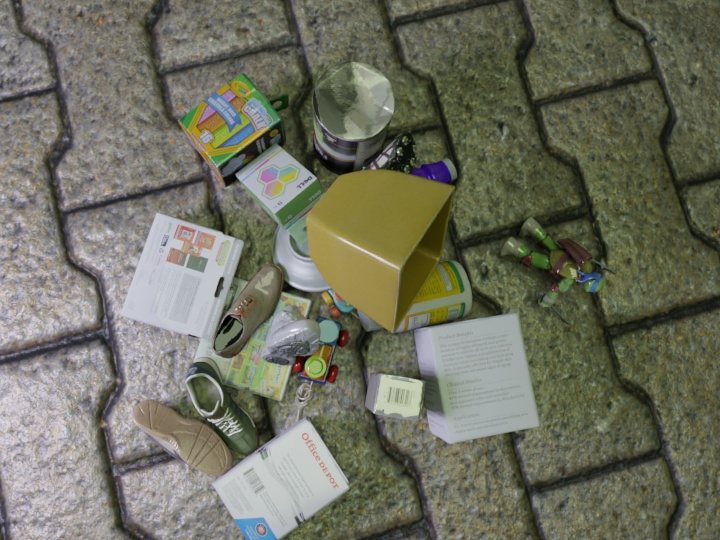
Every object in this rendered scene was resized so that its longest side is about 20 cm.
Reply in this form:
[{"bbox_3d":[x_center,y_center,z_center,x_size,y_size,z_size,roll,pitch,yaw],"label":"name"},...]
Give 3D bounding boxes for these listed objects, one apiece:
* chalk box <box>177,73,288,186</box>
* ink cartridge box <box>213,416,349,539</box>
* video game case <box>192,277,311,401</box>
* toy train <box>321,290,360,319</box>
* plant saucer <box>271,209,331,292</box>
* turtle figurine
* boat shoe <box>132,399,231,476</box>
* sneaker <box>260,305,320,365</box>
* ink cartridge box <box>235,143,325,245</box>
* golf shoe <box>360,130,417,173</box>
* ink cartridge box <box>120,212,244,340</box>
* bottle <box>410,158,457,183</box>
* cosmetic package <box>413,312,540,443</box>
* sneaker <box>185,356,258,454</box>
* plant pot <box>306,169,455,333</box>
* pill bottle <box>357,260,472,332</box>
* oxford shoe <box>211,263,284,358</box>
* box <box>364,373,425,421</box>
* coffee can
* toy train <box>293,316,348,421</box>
[{"bbox_3d":[-0.226,-0.283,1.170,0.200,0.125,0.124,-40,86,-10],"label":"chalk box"},{"bbox_3d":[-0.139,0.381,1.093,0.200,0.084,0.146,-32,85,-9],"label":"ink cartridge box"},{"bbox_3d":[-0.208,0.128,1.160,0.181,0.023,0.201,16,80,-1],"label":"video game case"},{"bbox_3d":[0.000,0.000,1.177,0.149,0.056,0.201,8,80,-3],"label":"toy train"},{"bbox_3d":[-0.082,-0.060,1.149,0.199,0.050,0.201,-6,69,14],"label":"plant saucer"},{"bbox_3d":[0.381,-0.001,1.196,0.194,0.200,0.144,40,103,22],"label":"turtle figurine"},{"bbox_3d":[-0.323,0.306,1.103,0.199,0.065,0.072,30,62,0],"label":"boat shoe"},{"bbox_3d":[-0.124,0.102,1.065,0.078,0.200,0.100,17,66,-23],"label":"sneaker"},{"bbox_3d":[-0.138,-0.148,1.143,0.104,0.059,0.200,-40,56,-9],"label":"ink cartridge box"},{"bbox_3d":[0.044,-0.198,1.153,0.088,0.077,0.200,4,48,33],"label":"golf shoe"},{"bbox_3d":[-0.322,0.017,1.135,0.175,0.084,0.201,17,81,0],"label":"ink cartridge box"},{"bbox_3d":[0.094,-0.159,1.198,0.199,0.065,0.084,-28,54,-8],"label":"bottle"},{"bbox_3d":[0.205,0.192,1.106,0.166,0.166,0.201,-8,83,-6],"label":"cosmetic package"},{"bbox_3d":[-0.256,0.255,1.089,0.067,0.090,0.201,-30,93,2],"label":"sneaker"},{"bbox_3d":[0.020,-0.055,1.023,0.199,0.196,0.195,26,58,16],"label":"plant pot"},{"bbox_3d":[0.097,0.053,1.137,0.199,0.113,0.113,-12,82,-13],"label":"pill bottle"},{"bbox_3d":[-0.205,0.075,1.115,0.070,0.075,0.201,29,83,2],"label":"oxford shoe"},{"bbox_3d":[0.058,0.221,1.073,0.082,0.200,0.069,11,80,-3],"label":"box"},{"bbox_3d":[-0.018,-0.280,1.145,0.146,0.200,0.147,1,81,-4],"label":"coffee can"},{"bbox_3d":[-0.083,0.184,1.112,0.084,0.116,0.201,16,80,-1],"label":"toy train"}]
